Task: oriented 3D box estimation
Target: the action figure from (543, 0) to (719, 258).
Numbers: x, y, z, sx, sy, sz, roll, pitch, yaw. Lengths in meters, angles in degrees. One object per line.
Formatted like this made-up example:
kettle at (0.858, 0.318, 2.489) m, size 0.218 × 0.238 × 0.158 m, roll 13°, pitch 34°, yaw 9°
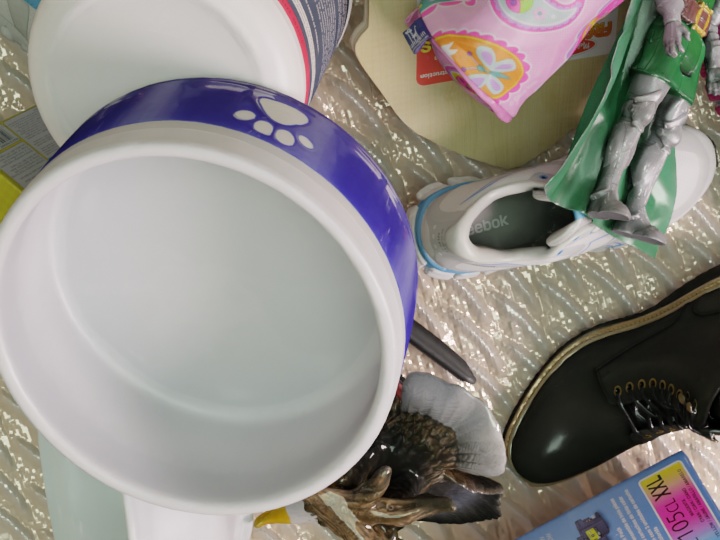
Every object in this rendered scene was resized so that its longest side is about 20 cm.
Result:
action figure at (0.171, -0.118, 0.903) m, size 0.118 × 0.054 × 0.202 m, roll 26°, pitch 78°, yaw -50°

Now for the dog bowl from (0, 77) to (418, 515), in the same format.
dog bowl at (-0.073, 0.014, 0.780) m, size 0.198 × 0.079 × 0.202 m, roll 5°, pitch 120°, yaw 9°

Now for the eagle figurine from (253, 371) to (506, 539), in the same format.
eagle figurine at (0.007, 0.107, 0.916) m, size 0.149 × 0.200 × 0.153 m, roll 7°, pitch 105°, yaw 6°

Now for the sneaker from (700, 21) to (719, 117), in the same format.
sneaker at (0.272, -0.066, 0.967) m, size 0.088 × 0.081 × 0.202 m, roll -26°, pitch 114°, yaw -19°

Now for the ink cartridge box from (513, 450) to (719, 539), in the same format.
ink cartridge box at (0.132, 0.210, 0.977) m, size 0.199 × 0.077 × 0.137 m, roll -29°, pitch 140°, yaw 0°

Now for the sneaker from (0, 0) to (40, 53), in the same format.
sneaker at (-0.198, -0.168, 0.932) m, size 0.080 × 0.077 × 0.201 m, roll -29°, pitch 93°, yaw 9°

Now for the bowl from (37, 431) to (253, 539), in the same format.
bowl at (-0.119, 0.122, 0.936) m, size 0.089 × 0.201 × 0.203 m, roll -10°, pitch 101°, yaw -23°

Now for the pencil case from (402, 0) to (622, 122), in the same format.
pencil case at (0.116, -0.172, 0.859) m, size 0.200 × 0.088 × 0.087 m, roll -42°, pitch 99°, yaw 14°

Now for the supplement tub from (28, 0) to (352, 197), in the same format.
supplement tub at (-0.080, -0.136, 0.859) m, size 0.139 × 0.201 × 0.142 m, roll 5°, pitch 121°, yaw 9°

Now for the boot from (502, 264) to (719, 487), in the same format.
boot at (0.169, 0.078, 0.949) m, size 0.200 × 0.139 × 0.078 m, roll -40°, pitch 103°, yaw 15°

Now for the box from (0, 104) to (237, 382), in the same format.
box at (-0.123, -0.012, 0.913) m, size 0.199 × 0.117 × 0.049 m, roll 38°, pitch 121°, yaw 7°

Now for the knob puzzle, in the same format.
knob puzzle at (0.086, -0.149, 0.938) m, size 0.217 × 0.031 × 0.221 m, roll -11°, pitch 129°, yaw -13°

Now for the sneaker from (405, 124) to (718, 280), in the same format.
sneaker at (0.128, -0.037, 0.951) m, size 0.198 × 0.087 × 0.076 m, roll -20°, pitch 98°, yaw -14°

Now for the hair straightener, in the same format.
hair straightener at (0.000, 0.000, 0.990) m, size 0.077 × 0.041 × 0.200 m, roll -44°, pitch 95°, yaw 4°
